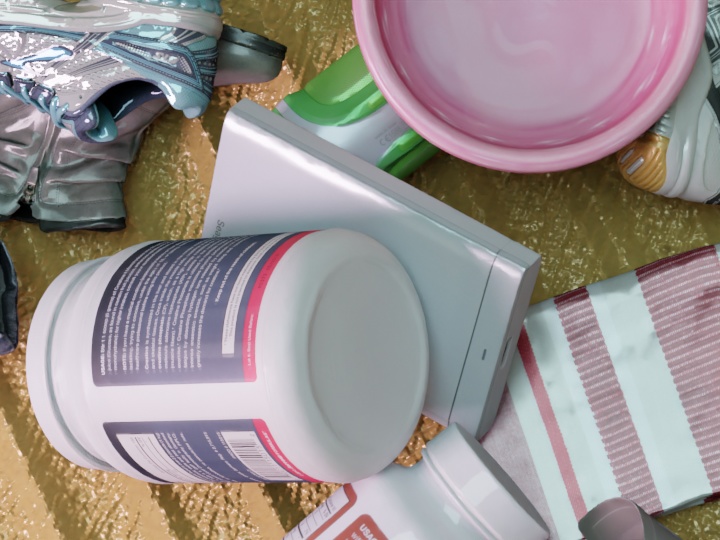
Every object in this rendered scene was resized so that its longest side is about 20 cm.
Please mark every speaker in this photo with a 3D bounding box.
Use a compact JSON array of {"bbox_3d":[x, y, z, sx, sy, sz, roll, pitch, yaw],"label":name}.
[{"bbox_3d":[0.040,-0.115,1.736,0.200,0.088,0.089,-38,75,0],"label":"speaker"}]

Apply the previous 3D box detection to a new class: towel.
[{"bbox_3d":[0.155,0.075,1.711,0.199,0.023,0.144,-19,75,4],"label":"towel"}]

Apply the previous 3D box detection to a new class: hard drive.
[{"bbox_3d":[0.000,0.000,1.690,0.200,0.132,0.027,29,41,18],"label":"hard drive"}]

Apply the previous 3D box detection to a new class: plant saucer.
[{"bbox_3d":[0.094,-0.153,1.667,0.200,0.051,0.201,0,85,-3],"label":"plant saucer"}]

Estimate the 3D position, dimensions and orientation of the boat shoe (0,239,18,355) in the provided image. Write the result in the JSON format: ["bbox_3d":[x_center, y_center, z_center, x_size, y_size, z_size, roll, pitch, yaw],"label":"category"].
[{"bbox_3d":[-0.259,-0.023,1.760,0.091,0.071,0.201,-20,65,11],"label":"boat shoe"}]

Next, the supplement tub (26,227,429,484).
[{"bbox_3d":[-0.075,0.050,1.660,0.200,0.140,0.141,-3,76,37],"label":"supplement tub"}]

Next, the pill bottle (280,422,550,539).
[{"bbox_3d":[0.006,0.182,1.657,0.200,0.112,0.112,-41,75,5],"label":"pill bottle"}]

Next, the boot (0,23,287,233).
[{"bbox_3d":[-0.141,-0.084,1.777,0.199,0.068,0.131,1,83,17],"label":"boot"}]

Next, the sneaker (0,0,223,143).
[{"bbox_3d":[-0.177,-0.118,1.718,0.199,0.078,0.087,-5,82,18],"label":"sneaker"}]

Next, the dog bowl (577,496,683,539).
[{"bbox_3d":[0.130,0.226,1.600,0.059,0.200,0.201,23,82,-12],"label":"dog bowl"}]

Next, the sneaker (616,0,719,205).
[{"bbox_3d":[0.207,-0.129,1.730,0.087,0.076,0.201,17,70,-17],"label":"sneaker"}]
